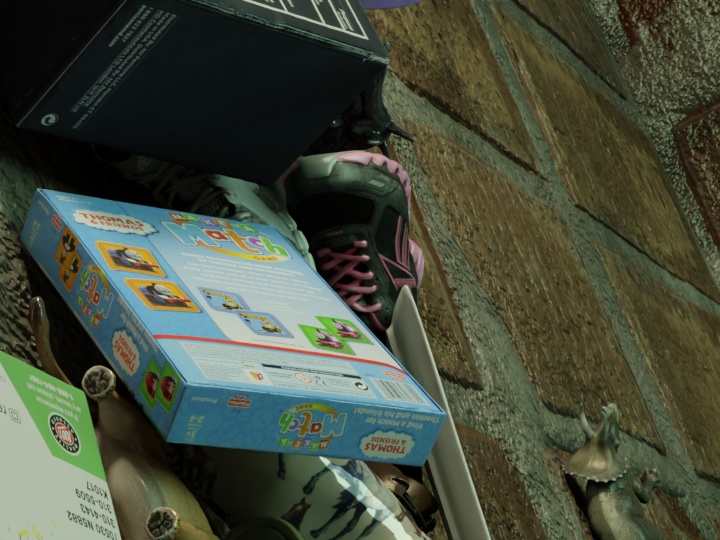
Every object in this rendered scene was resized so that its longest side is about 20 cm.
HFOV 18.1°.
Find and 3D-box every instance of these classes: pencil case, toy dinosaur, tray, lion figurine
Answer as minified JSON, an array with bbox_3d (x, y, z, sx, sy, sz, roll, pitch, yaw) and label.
[{"bbox_3d":[-0.019,0.127,1.204,0.200,0.089,0.078,47,-5,-1],"label":"pencil case"},{"bbox_3d":[0.229,0.220,1.959,0.102,0.077,0.202,12,56,-54],"label":"toy dinosaur"},{"bbox_3d":[0.049,0.114,1.354,0.107,0.022,0.202,81,-8,-80],"label":"tray"},{"bbox_3d":[-0.104,0.113,1.080,0.123,0.072,0.201,50,15,-57],"label":"lion figurine"}]

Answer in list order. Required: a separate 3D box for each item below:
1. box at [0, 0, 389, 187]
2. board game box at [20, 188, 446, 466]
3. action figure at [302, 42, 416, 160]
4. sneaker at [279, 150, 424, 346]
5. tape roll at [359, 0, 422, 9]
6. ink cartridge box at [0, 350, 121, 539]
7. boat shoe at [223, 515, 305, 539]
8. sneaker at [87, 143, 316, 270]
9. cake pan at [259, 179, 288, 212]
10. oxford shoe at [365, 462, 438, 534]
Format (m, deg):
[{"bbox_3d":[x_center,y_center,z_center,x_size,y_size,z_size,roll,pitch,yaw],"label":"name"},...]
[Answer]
[{"bbox_3d":[-0.119,-0.169,1.271,0.198,0.123,0.201,11,43,-47],"label":"box"},{"bbox_3d":[-0.068,0.027,1.142,0.150,0.037,0.200,9,24,-34],"label":"board game box"},{"bbox_3d":[-0.038,-0.135,1.485,0.199,0.119,0.102,34,35,11],"label":"action figure"},{"bbox_3d":[0.000,0.000,1.409,0.200,0.078,0.096,62,25,-58],"label":"sneaker"},{"bbox_3d":[-0.040,-0.244,1.477,0.200,0.198,0.086,-73,176,-67],"label":"tape roll"},{"bbox_3d":[-0.153,0.131,0.871,0.145,0.084,0.201,35,32,-57],"label":"ink cartridge box"},{"bbox_3d":[-0.026,0.225,1.149,0.068,0.074,0.202,24,50,-71],"label":"boat shoe"},{"bbox_3d":[-0.107,-0.043,1.338,0.201,0.075,0.115,58,18,22],"label":"sneaker"},{"bbox_3d":[-0.044,-0.004,1.505,0.201,0.037,0.201,54,18,-27],"label":"cake pan"},{"bbox_3d":[0.000,0.150,1.315,0.073,0.084,0.200,59,18,-18],"label":"oxford shoe"}]
